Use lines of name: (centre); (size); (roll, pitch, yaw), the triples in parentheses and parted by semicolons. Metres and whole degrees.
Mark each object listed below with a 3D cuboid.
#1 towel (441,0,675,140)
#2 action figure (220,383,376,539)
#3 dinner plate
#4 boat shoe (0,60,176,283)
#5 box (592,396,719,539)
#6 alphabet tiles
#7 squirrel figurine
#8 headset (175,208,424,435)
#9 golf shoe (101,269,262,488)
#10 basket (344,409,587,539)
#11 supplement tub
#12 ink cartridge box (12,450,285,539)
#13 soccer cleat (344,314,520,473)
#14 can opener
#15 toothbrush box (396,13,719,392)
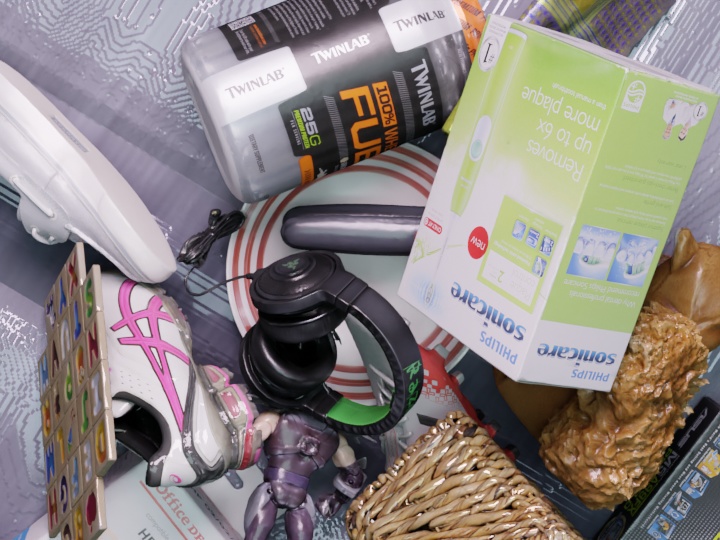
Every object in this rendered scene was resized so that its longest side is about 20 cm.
towel: (0.142, -0.148, 1.076); (0.023, 0.144, 0.200); (41, 90, 29)
action figure: (-0.057, 0.163, 1.086); (0.129, 0.069, 0.201); (18, 68, -18)
dinner plate: (0.000, 0.000, 1.133); (0.199, 0.024, 0.202); (-1, 98, -7)
boat shoe: (-0.214, -0.057, 1.072); (0.068, 0.072, 0.200); (-43, 92, 9)
box: (0.271, 0.224, 1.181); (0.160, 0.044, 0.200); (38, 93, -9)
alphabet tiles: (-0.194, 0.092, 1.035); (0.006, 0.166, 0.201); (2, 64, -25)
squirrel figurine: (0.203, 0.067, 1.074); (0.142, 0.200, 0.187); (44, 103, -3)
headset: (-0.039, 0.029, 1.052); (0.199, 0.094, 0.124); (30, 137, 16)
golf shoe: (-0.153, 0.069, 1.048); (0.092, 0.200, 0.073); (-15, 134, -36)
basket: (0.095, 0.223, 1.071); (0.143, 0.149, 0.200); (-43, 135, 0)
supplement tub: (-0.014, -0.135, 1.059); (0.199, 0.123, 0.123); (-23, 100, -7)
ink cartridge box: (-0.161, 0.202, 1.121); (0.200, 0.068, 0.115); (-38, 100, 0)
soccer cleat: (0.039, 0.105, 1.104); (0.085, 0.069, 0.200); (-45, 124, -10)
can opener: (0.042, -0.025, 1.091); (0.199, 0.063, 0.079); (4, 97, -7)
toothbrush box: (0.121, -0.045, 0.978); (0.086, 0.146, 0.201); (8, 107, -34)
